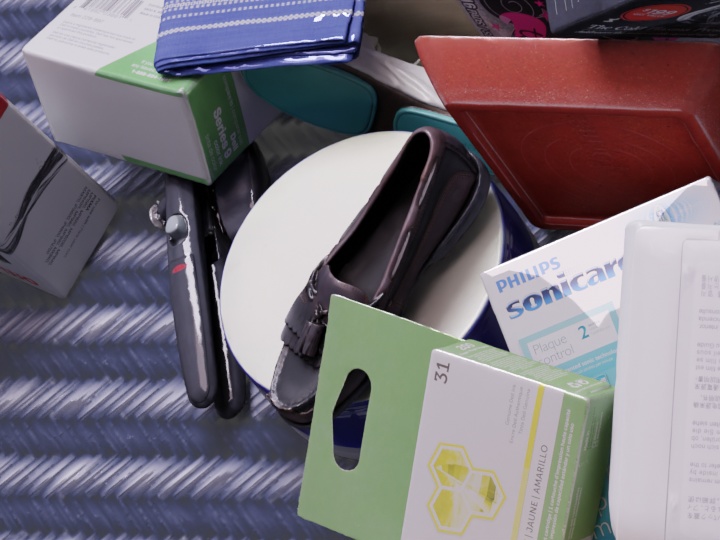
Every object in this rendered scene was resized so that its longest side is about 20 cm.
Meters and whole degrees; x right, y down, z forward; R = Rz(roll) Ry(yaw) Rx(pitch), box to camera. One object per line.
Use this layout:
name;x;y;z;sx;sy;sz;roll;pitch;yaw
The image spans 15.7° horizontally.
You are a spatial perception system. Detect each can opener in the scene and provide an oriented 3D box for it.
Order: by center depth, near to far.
can opener;-0.103;0.003;1.731;0.078;0.063;0.201;-27;51;39

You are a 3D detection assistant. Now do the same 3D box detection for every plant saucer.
plant saucer;0.151;-0.072;1.561;0.199;0.200;0.037;5;65;29

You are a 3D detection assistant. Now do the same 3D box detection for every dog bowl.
dog bowl;0.014;0.015;1.656;0.199;0.079;0.201;-13;56;20

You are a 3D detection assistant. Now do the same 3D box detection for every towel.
towel;-0.054;-0.210;1.706;0.144;0.024;0.201;-4;54;19

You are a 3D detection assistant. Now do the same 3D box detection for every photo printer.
photo printer;0.218;0.077;1.397;0.166;0.069;0.201;3;87;13

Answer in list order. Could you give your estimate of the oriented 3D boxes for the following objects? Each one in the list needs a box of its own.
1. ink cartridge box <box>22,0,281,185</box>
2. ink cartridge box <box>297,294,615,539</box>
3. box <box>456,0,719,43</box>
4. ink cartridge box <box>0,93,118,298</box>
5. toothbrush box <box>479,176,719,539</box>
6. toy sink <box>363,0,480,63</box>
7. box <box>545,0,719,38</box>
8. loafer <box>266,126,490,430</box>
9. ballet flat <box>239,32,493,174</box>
ink cartridge box;-0.108;-0.163;1.783;0.145;0.088;0.200;16;50;32
ink cartridge box;0.042;0.109;1.482;0.199;0.048;0.146;18;106;30
box;0.157;-0.168;1.615;0.114;0.200;0.133;5;65;30
ink cartridge box;-0.279;-0.075;1.785;0.144;0.200;0.084;21;76;35
toothbrush box;0.176;0.066;1.488;0.146;0.085;0.201;-22;81;14
toy sink;0.068;-0.250;1.768;0.130;0.112;0.201;1;67;27
box;0.228;-0.198;1.443;0.182;0.199;0.105;-19;76;58
loafer;0.000;0.000;1.574;0.072;0.063;0.200;30;83;38
ballet flat;0.020;-0.119;1.713;0.199;0.069;0.070;18;68;1
